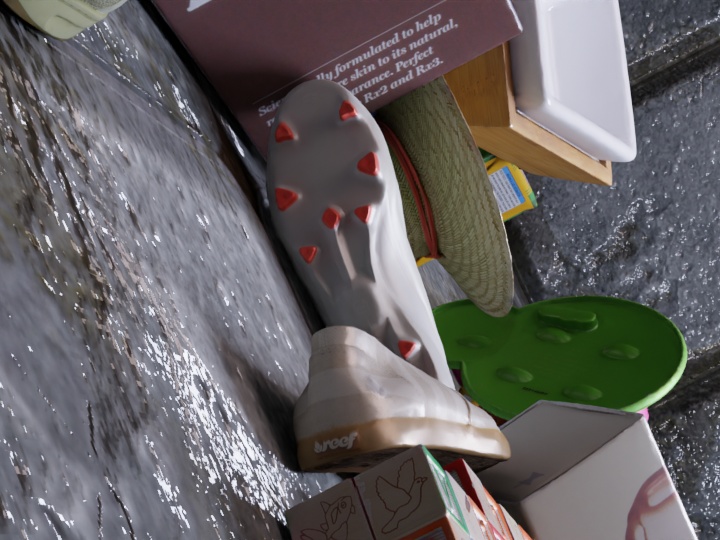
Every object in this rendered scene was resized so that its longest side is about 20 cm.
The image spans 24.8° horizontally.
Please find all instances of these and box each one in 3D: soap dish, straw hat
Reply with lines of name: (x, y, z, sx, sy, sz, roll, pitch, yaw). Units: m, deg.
soap dish: (0.105, -0.143, 1.031, 0.200, 0.080, 0.159, 16, 66, -64)
straw hat: (0.011, -0.042, 0.975, 0.201, 0.084, 0.203, 158, -90, -80)

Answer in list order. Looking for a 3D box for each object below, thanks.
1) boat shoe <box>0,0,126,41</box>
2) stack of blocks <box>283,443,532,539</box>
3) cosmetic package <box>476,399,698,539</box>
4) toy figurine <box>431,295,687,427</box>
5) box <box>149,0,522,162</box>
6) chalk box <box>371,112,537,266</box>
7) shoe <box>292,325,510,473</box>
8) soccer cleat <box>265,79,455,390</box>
boat shoe: (-0.109, -0.124, 0.523, 0.074, 0.063, 0.201, 64, 8, 10)
stack of blocks: (0.039, 0.140, 0.649, 0.200, 0.058, 0.116, 51, 14, -56)
cosmetic package: (0.125, 0.176, 0.832, 0.103, 0.087, 0.202, 4, -58, 64)
toy figurine: (0.132, 0.129, 1.132, 0.150, 0.198, 0.186, -40, 131, -42)
box: (-0.037, -0.206, 0.893, 0.165, 0.165, 0.201, 55, 11, -49)
chalk box: (0.027, -0.122, 1.191, 0.201, 0.123, 0.125, 67, 9, 21)
shoe: (0.020, 0.065, 0.725, 0.200, 0.069, 0.054, 35, 37, -70)
soccer cleat: (0.000, 0.000, 0.854, 0.078, 0.069, 0.202, 48, 23, -79)
